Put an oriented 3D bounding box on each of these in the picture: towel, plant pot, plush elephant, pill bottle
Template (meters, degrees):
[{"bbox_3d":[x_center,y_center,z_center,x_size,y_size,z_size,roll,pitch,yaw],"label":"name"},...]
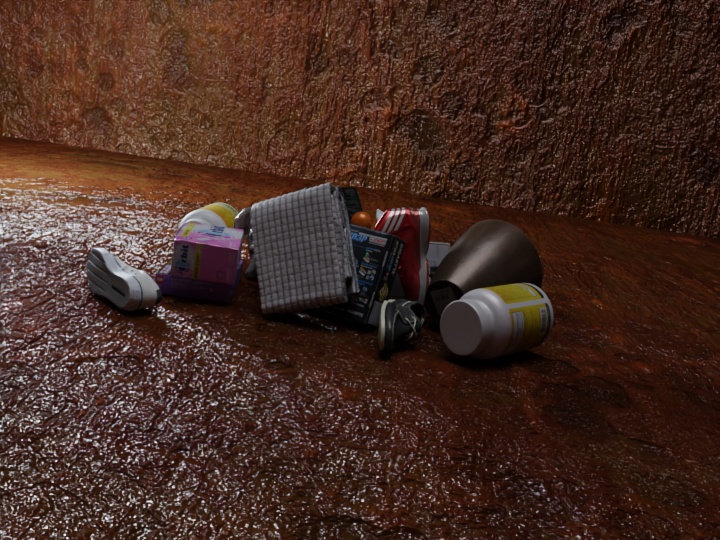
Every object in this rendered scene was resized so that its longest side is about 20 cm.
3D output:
[{"bbox_3d":[-0.093,-0.032,1.427,0.162,0.205,0.085,-12,-9,17],"label":"towel"},{"bbox_3d":[0.206,0.027,1.522,0.184,0.191,0.199,15,28,34],"label":"plant pot"},{"bbox_3d":[-0.179,-0.048,1.675,0.165,0.153,0.202,43,37,-25],"label":"plush elephant"},{"bbox_3d":[-0.323,-0.077,1.768,0.110,0.116,0.200,8,12,5],"label":"pill bottle"},{"bbox_3d":[0.221,0.083,1.362,0.111,0.115,0.198,18,15,41],"label":"pill bottle"}]

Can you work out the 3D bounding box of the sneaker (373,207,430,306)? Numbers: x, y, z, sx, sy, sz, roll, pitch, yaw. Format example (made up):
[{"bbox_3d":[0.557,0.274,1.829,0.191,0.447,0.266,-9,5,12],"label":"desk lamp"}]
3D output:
[{"bbox_3d":[0.065,-0.016,1.528,0.113,0.205,0.078,2,-2,-10],"label":"sneaker"}]

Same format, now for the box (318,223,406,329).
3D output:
[{"bbox_3d":[-0.031,-0.001,1.475,0.197,0.162,0.046,15,-5,37],"label":"box"}]

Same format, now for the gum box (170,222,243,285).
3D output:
[{"bbox_3d":[-0.275,-0.036,1.517,0.111,0.068,0.200,9,12,-7],"label":"gum box"}]

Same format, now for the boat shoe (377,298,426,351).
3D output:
[{"bbox_3d":[0.066,0.085,1.355,0.066,0.074,0.200,6,9,12],"label":"boat shoe"}]

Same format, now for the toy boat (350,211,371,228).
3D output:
[{"bbox_3d":[-0.001,-0.066,1.878,0.128,0.134,0.199,15,14,30],"label":"toy boat"}]

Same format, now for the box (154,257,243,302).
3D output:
[{"bbox_3d":[-0.298,0.010,1.556,0.133,0.040,0.200,8,12,-3],"label":"box"}]

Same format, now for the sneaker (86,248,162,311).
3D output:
[{"bbox_3d":[-0.400,0.020,1.399,0.070,0.074,0.199,9,17,-43],"label":"sneaker"}]

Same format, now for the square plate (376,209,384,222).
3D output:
[{"bbox_3d":[0.107,-0.033,1.788,0.028,0.199,0.200,-37,19,-2],"label":"square plate"}]

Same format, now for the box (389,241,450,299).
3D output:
[{"bbox_3d":[0.081,0.003,1.599,0.196,0.120,0.060,4,-9,-33],"label":"box"}]

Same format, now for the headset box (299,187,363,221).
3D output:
[{"bbox_3d":[-0.120,-0.116,1.952,0.198,0.095,0.172,-24,-12,40],"label":"headset box"}]
